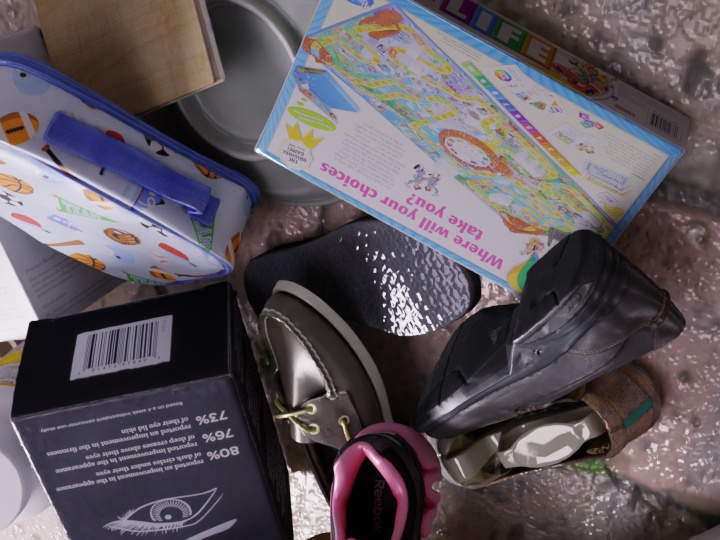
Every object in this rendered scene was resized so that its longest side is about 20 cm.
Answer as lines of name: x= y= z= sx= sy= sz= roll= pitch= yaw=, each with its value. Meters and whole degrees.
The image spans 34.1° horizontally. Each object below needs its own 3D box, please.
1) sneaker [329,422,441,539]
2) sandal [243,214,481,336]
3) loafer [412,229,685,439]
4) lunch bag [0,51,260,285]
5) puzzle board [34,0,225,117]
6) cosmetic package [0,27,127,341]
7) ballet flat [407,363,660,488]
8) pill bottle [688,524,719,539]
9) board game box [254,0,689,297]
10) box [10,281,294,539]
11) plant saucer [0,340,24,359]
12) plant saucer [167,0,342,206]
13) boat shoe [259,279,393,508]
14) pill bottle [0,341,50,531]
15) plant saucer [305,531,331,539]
sneaker: x=0.010 y=0.188 z=0.689 sx=0.079 sy=0.095 sz=0.201 roll=-6 pitch=78 yaw=10
sandal: x=0.000 y=-0.001 z=0.759 sx=0.200 sy=0.043 sz=0.076 roll=-2 pitch=109 yaw=47
loafer: x=0.096 y=0.055 z=0.660 sx=0.072 sy=0.073 sz=0.200 roll=30 pitch=145 yaw=-12
lunch bag: x=-0.164 y=-0.057 z=0.746 sx=0.200 sy=0.076 sz=0.160 roll=27 pitch=160 yaw=-25
puzzle board: x=-0.153 y=-0.171 z=0.731 sx=0.200 sy=0.017 sz=0.151 roll=-8 pitch=98 yaw=53
cosmetic package: x=-0.254 y=-0.061 z=0.849 sx=0.081 sy=0.113 sz=0.201 roll=-9 pitch=110 yaw=38
ballet flat: x=0.090 y=0.102 z=0.732 sx=0.200 sy=0.067 sz=0.068 roll=-26 pitch=100 yaw=42
pill bottle: x=0.155 y=0.234 z=0.712 sx=0.200 sy=0.113 sz=0.113 roll=-34 pitch=95 yaw=22
board game box: x=0.055 y=-0.073 z=0.638 sx=0.200 sy=0.034 sz=0.135 roll=29 pitch=131 yaw=-2
box: x=-0.137 y=0.126 z=0.821 sx=0.147 sy=0.104 sz=0.200 roll=-11 pitch=126 yaw=1
plant saucer: x=-0.361 y=0.094 z=1.075 sx=0.200 sy=0.029 sz=0.201 roll=18 pitch=126 yaw=26
plant saucer: x=-0.064 y=-0.124 z=0.718 sx=0.200 sy=0.050 sz=0.201 roll=18 pitch=126 yaw=26
boat shoe: x=-0.020 y=0.095 z=0.775 sx=0.072 sy=0.060 sz=0.202 roll=20 pitch=144 yaw=45
pill bottle: x=-0.259 y=0.125 z=0.892 sx=0.104 sy=0.200 sz=0.105 roll=1 pitch=104 yaw=3
plant saucer: x=0.026 y=0.268 z=0.857 sx=0.199 sy=0.049 sz=0.200 roll=19 pitch=130 yaw=-4
